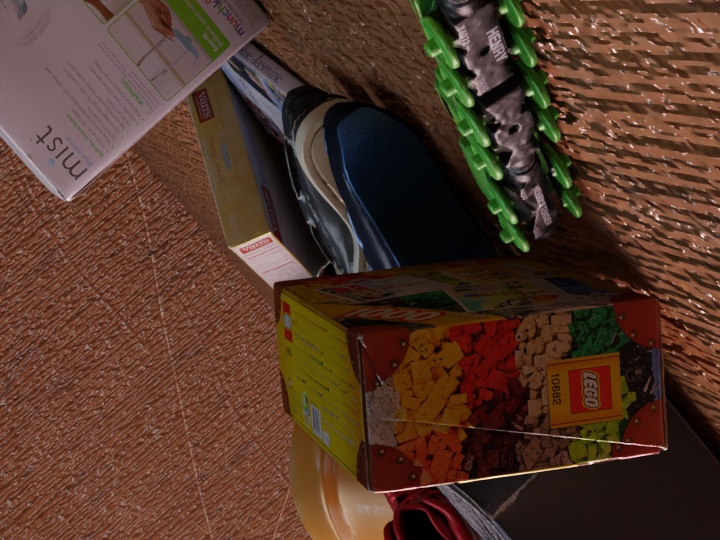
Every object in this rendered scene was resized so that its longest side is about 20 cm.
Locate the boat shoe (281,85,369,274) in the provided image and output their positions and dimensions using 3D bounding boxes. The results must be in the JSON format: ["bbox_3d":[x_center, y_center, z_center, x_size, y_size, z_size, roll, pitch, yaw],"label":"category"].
[{"bbox_3d":[0.000,-0.039,1.083,0.066,0.074,0.200,44,172,47],"label":"boat shoe"}]

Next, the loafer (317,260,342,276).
[{"bbox_3d":[0.000,0.000,1.339,0.076,0.068,0.200,48,174,-4],"label":"loafer"}]

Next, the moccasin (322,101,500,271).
[{"bbox_3d":[0.039,-0.020,1.009,0.068,0.080,0.201,46,161,60],"label":"moccasin"}]

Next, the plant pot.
[{"bbox_3d":[0.073,0.157,1.349,0.200,0.200,0.183,50,157,-23],"label":"plant pot"}]

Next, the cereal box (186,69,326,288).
[{"bbox_3d":[-0.075,-0.054,1.352,0.200,0.039,0.144,49,-159,-66],"label":"cereal box"}]

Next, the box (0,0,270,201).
[{"bbox_3d":[-0.190,-0.177,1.061,0.200,0.176,0.097,50,173,-24],"label":"box"}]

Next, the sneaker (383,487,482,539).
[{"bbox_3d":[0.050,0.153,1.151,0.116,0.078,0.200,47,-178,-46],"label":"sneaker"}]

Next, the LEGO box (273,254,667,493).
[{"bbox_3d":[0.048,0.046,0.879,0.200,0.148,0.078,-156,60,-74],"label":"LEGO box"}]

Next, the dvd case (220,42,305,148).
[{"bbox_3d":[-0.041,-0.103,1.220,0.200,0.018,0.143,41,171,44],"label":"dvd case"}]

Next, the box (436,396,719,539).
[{"bbox_3d":[0.152,0.155,1.002,0.200,0.123,0.198,49,175,-12],"label":"box"}]

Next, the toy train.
[{"bbox_3d":[0.053,-0.071,0.702,0.056,0.042,0.200,56,179,29],"label":"toy train"}]
